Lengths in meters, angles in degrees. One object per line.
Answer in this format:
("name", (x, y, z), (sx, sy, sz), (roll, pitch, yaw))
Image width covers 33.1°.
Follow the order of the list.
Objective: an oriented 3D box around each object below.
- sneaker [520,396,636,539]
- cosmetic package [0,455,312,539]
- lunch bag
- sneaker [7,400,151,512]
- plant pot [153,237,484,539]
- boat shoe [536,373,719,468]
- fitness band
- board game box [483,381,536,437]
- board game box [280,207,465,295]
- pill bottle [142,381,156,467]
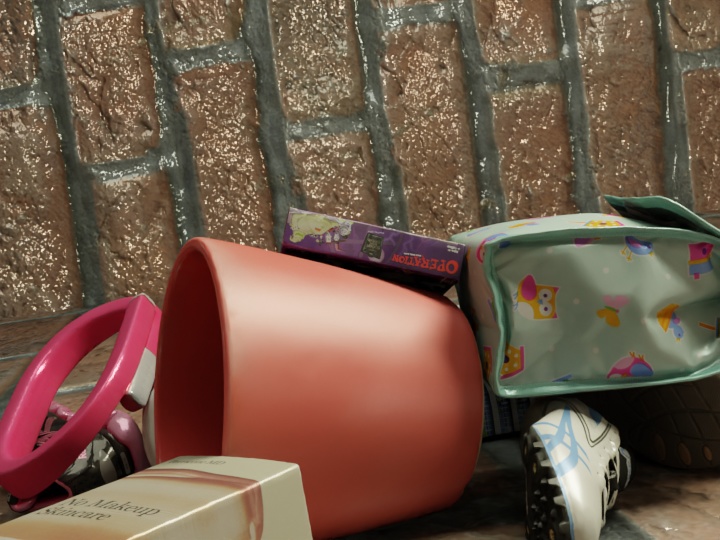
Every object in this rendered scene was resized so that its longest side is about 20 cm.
("sneaker", (0.131, 0.120, 0.723), (0.071, 0.073, 0.200), (0, 9, 8))
("cosmetic package", (-0.121, 0.158, 0.576), (0.102, 0.089, 0.199), (-5, 5, 38))
("lunch bag", (0.167, 0.013, 0.806), (0.197, 0.124, 0.170), (-8, 3, -2))
("sneaker", (-0.256, 0.157, 0.977), (0.198, 0.080, 0.095), (-8, 21, 45))
("plant pot", (-0.028, 0.084, 0.777), (0.175, 0.204, 0.200), (2, 1, -22))
("boat shoe", (0.214, 0.094, 0.864), (0.071, 0.077, 0.199), (-9, 6, -36))
("fitness band", (-0.217, 0.089, 0.931), (0.143, 0.038, 0.201), (-30, 26, 20))
("board game box", (0.155, 0.089, 1.076), (0.197, 0.063, 0.200), (-9, 5, -6))
("board game box", (0.000, 0.000, 0.865), (0.118, 0.033, 0.200), (16, -11, -2))
("pill bottle", (-0.122, 0.111, 0.983), (0.109, 0.113, 0.200), (-9, 5, -9))
